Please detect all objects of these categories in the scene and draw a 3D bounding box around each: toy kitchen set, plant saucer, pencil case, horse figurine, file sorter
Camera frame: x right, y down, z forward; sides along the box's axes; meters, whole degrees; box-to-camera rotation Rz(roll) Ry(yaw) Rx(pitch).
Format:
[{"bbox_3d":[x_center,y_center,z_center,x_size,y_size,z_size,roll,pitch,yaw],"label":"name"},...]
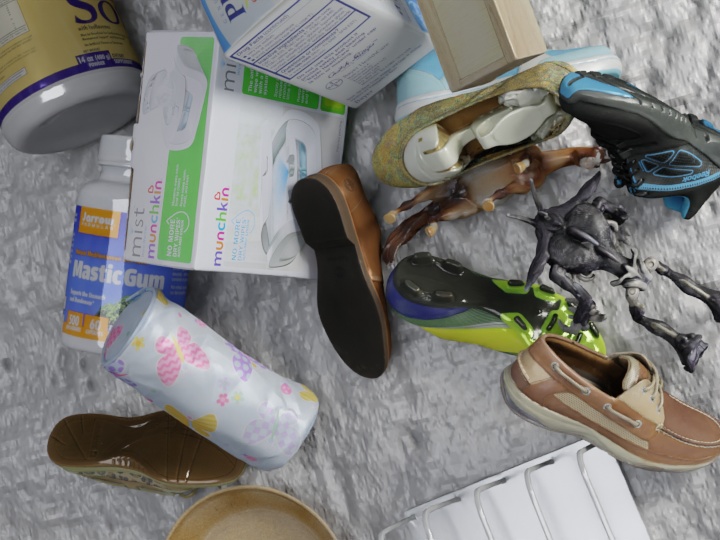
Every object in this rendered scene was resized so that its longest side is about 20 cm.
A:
[{"bbox_3d":[0.111,-0.250,1.196,0.163,0.200,0.181,-22,88,52],"label":"toy kitchen set"},{"bbox_3d":[-0.094,0.298,1.323,0.200,0.035,0.201,0,90,19],"label":"plant saucer"},{"bbox_3d":[-0.132,0.097,1.269,0.200,0.083,0.091,35,65,-20],"label":"pencil case"},{"bbox_3d":[0.103,-0.068,1.225,0.200,0.133,0.050,-23,95,32],"label":"horse figurine"},{"bbox_3d":[0.133,0.240,1.197,0.200,0.125,0.139,-25,81,18],"label":"file sorter"}]

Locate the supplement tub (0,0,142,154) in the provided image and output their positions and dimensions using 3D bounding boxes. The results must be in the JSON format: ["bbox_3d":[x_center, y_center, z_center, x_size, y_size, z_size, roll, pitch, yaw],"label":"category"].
[{"bbox_3d":[-0.299,-0.227,1.346,0.145,0.145,0.200,-26,81,17],"label":"supplement tub"}]

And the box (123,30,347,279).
[{"bbox_3d":[-0.108,-0.098,1.252,0.097,0.176,0.200,8,91,38],"label":"box"}]

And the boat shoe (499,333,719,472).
[{"bbox_3d":[0.215,0.106,1.157,0.200,0.076,0.072,18,124,-15],"label":"boat shoe"}]

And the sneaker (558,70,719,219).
[{"bbox_3d":[0.228,-0.098,1.140,0.082,0.200,0.073,-60,36,14],"label":"sneaker"}]

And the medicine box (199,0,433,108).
[{"bbox_3d":[-0.053,-0.252,1.174,0.103,0.200,0.182,-34,68,23],"label":"medicine box"}]

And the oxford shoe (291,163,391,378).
[{"bbox_3d":[0.000,0.000,1.271,0.071,0.071,0.200,3,115,36],"label":"oxford shoe"}]

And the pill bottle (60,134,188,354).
[{"bbox_3d":[-0.214,-0.023,1.331,0.112,0.112,0.200,8,92,19],"label":"pill bottle"}]

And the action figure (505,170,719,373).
[{"bbox_3d":[0.206,0.002,1.175,0.200,0.102,0.119,34,77,1],"label":"action figure"}]

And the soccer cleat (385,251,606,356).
[{"bbox_3d":[0.118,0.043,1.244,0.200,0.084,0.065,22,64,3],"label":"soccer cleat"}]

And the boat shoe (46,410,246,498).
[{"bbox_3d":[-0.197,0.175,1.355,0.200,0.063,0.073,6,62,18],"label":"boat shoe"}]

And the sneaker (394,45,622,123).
[{"bbox_3d":[0.119,-0.197,1.236,0.200,0.080,0.131,-11,75,8],"label":"sneaker"}]

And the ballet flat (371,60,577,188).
[{"bbox_3d":[0.092,-0.112,1.175,0.200,0.071,0.071,-22,82,23],"label":"ballet flat"}]
